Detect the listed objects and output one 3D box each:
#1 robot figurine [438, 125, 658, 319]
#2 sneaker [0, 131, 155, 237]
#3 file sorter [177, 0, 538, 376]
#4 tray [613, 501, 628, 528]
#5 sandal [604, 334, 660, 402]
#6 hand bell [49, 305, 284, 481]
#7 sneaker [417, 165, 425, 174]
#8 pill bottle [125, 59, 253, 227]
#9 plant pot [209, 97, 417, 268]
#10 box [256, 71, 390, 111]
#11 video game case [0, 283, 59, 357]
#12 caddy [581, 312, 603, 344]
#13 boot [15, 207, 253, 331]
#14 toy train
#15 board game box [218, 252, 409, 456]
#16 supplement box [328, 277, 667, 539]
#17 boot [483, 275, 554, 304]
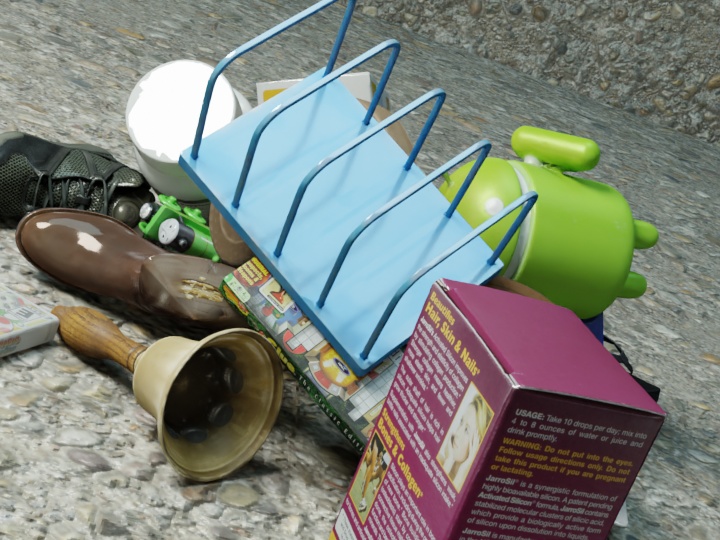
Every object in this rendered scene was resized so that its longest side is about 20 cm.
[{"bbox_3d":[0.142,-0.026,1.077,0.199,0.176,0.116,12,5,-23],"label":"robot figurine"},{"bbox_3d":[-0.255,-0.069,1.152,0.114,0.077,0.199,24,12,27],"label":"sneaker"},{"bbox_3d":[-0.001,-0.063,0.877,0.139,0.123,0.200,-35,76,-27],"label":"file sorter"},{"bbox_3d":[0.114,0.148,1.043,0.199,0.022,0.107,23,19,2],"label":"tray"},{"bbox_3d":[0.211,0.075,1.320,0.200,0.043,0.076,32,21,29],"label":"sandal"},{"bbox_3d":[-0.158,0.062,0.923,0.199,0.105,0.104,20,13,41],"label":"hand bell"},{"bbox_3d":[0.000,0.000,1.061,0.075,0.201,0.089,21,-19,12],"label":"sneaker"},{"bbox_3d":[-0.138,-0.101,1.183,0.113,0.114,0.200,27,-13,15],"label":"pill bottle"},{"bbox_3d":[-0.052,-0.044,1.019,0.092,0.202,0.201,14,19,-38],"label":"plant pot"},{"bbox_3d":[-0.027,-0.115,1.215,0.101,0.113,0.200,-4,1,6],"label":"box"},{"bbox_3d":[-0.341,0.013,0.913,0.199,0.023,0.182,28,20,18],"label":"video game case"},{"bbox_3d":[0.141,0.063,1.189,0.141,0.105,0.200,-7,27,-12],"label":"caddy"},{"bbox_3d":[-0.167,-0.001,0.980,0.186,0.065,0.200,20,-3,-13],"label":"boot"},{"bbox_3d":[-0.108,-0.008,1.134,0.200,0.042,0.056,28,14,-44],"label":"toy train"},{"bbox_3d":[0.006,0.055,0.900,0.105,0.023,0.200,-36,77,-30],"label":"board game box"},{"bbox_3d":[0.071,0.127,0.774,0.103,0.201,0.131,13,21,-23],"label":"supplement box"},{"bbox_3d":[0.123,0.077,1.017,0.200,0.070,0.146,44,-14,-10],"label":"boot"}]
